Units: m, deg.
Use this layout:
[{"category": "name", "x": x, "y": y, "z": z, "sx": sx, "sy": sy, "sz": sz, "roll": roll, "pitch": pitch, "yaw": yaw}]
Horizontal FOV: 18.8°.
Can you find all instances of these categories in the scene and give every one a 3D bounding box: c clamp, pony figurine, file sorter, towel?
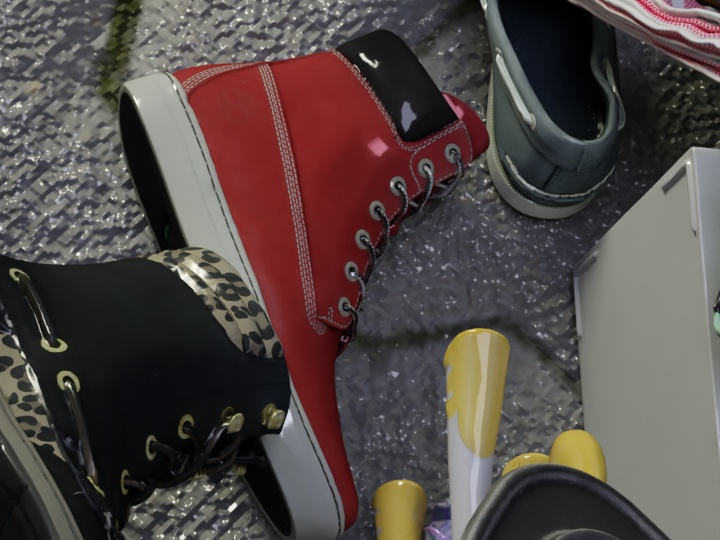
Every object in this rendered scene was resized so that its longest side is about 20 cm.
[{"category": "c clamp", "x": 0.081, "y": 0.140, "z": 0.662, "sx": 0.200, "sy": 0.027, "sz": 0.171, "roll": 39, "pitch": 34, "yaw": -5}, {"category": "pony figurine", "x": 0.035, "y": 0.153, "z": 0.765, "sx": 0.166, "sy": 0.193, "sz": 0.201, "roll": 12, "pitch": 50, "yaw": -11}, {"category": "file sorter", "x": 0.165, "y": 0.074, "z": 0.830, "sx": 0.124, "sy": 0.139, "sz": 0.201, "roll": 2, "pitch": 71, "yaw": -14}, {"category": "towel", "x": 0.185, "y": -0.074, "z": 0.856, "sx": 0.199, "sy": 0.146, "sz": 0.030, "roll": 18, "pitch": 103, "yaw": -28}]

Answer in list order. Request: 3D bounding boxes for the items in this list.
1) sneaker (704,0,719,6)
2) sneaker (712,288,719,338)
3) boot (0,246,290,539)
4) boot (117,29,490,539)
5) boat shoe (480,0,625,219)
[{"category": "sneaker", "x": 0.198, "y": -0.205, "z": 0.955, "sx": 0.076, "sy": 0.092, "sz": 0.200, "roll": 36, "pitch": 69, "yaw": 1}, {"category": "sneaker", "x": 0.199, "y": -0.034, "z": 0.751, "sx": 0.118, "sy": 0.074, "sz": 0.201, "roll": 36, "pitch": 72, "yaw": -14}, {"category": "boot", "x": -0.074, "y": 0.069, "z": 0.717, "sx": 0.153, "sy": 0.074, "sz": 0.204, "roll": -2, "pitch": 53, "yaw": -46}, {"category": "boot", "x": 0.000, "y": 0.000, "z": 0.858, "sx": 0.144, "sy": 0.072, "sz": 0.201, "roll": -13, "pitch": 71, "yaw": -17}, {"category": "boat shoe", "x": 0.081, "y": -0.125, "z": 0.919, "sx": 0.072, "sy": 0.062, "sz": 0.201, "roll": 1, "pitch": 71, "yaw": -10}]
